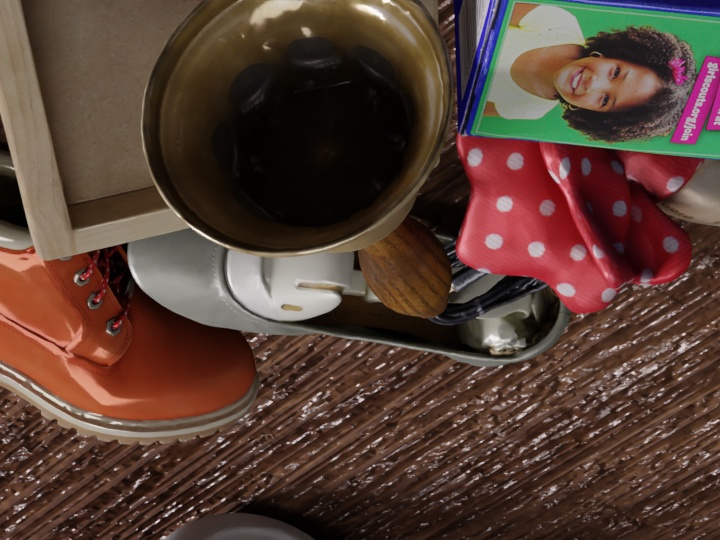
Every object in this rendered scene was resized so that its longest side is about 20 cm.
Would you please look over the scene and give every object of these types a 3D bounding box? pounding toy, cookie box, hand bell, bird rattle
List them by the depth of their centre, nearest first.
[{"bbox_3d":[0.135,-0.122,0.788,0.200,0.171,0.075,5,143,-6],"label":"cookie box"},{"bbox_3d":[0.002,-0.020,0.829,0.104,0.104,0.200,-9,158,10],"label":"hand bell"},{"bbox_3d":[-0.078,-0.104,0.857,0.184,0.142,0.200,-13,144,-7],"label":"pounding toy"},{"bbox_3d":[0.130,-0.063,0.877,0.200,0.163,0.113,2,168,-12],"label":"bird rattle"}]

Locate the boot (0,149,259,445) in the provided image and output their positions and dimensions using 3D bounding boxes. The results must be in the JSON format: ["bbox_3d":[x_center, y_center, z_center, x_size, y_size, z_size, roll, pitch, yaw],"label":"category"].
[{"bbox_3d":[-0.124,0.010,1.027,0.200,0.075,0.107,19,132,-21],"label":"boot"}]

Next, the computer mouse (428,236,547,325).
[{"bbox_3d":[0.105,-0.037,0.955,0.200,0.034,0.059,-40,126,15],"label":"computer mouse"}]

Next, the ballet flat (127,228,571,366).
[{"bbox_3d":[0.000,0.000,1.012,0.200,0.067,0.064,10,174,-20],"label":"ballet flat"}]

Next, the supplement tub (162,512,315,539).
[{"bbox_3d":[-0.091,0.234,1.244,0.140,0.140,0.200,18,137,-21],"label":"supplement tub"}]
